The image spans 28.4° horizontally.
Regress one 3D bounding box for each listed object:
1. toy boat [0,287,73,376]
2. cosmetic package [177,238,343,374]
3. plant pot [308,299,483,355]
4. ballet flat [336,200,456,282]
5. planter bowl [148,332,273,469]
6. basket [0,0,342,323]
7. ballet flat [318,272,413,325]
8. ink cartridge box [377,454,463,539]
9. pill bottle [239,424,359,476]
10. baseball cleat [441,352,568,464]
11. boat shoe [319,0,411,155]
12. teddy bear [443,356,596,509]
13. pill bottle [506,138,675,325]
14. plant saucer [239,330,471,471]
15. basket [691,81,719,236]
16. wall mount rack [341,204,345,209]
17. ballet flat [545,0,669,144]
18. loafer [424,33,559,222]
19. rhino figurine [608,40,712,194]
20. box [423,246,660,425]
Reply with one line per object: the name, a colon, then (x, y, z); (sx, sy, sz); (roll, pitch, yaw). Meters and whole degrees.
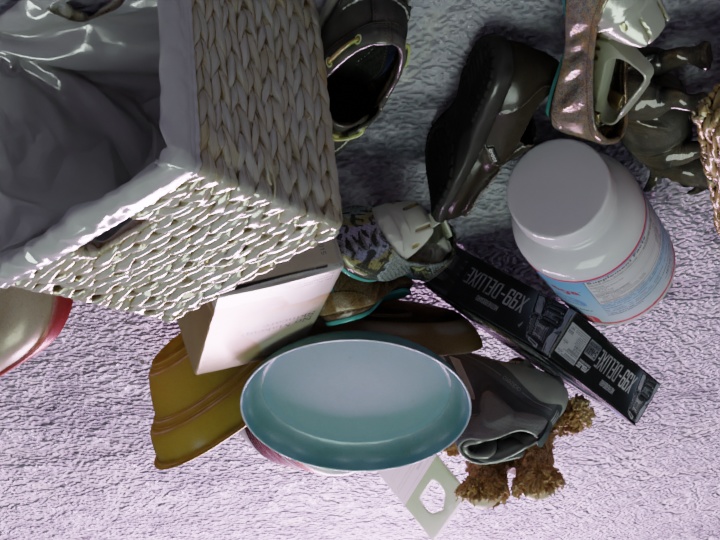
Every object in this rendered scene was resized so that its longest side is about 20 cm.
toy boat: (-0.315, 0.026, 1.236); (0.200, 0.131, 0.130); (-28, 174, 37)
cosmetic package: (-0.086, 0.012, 1.126); (0.105, 0.071, 0.200); (-14, 163, -15)
plant pot: (0.014, 0.047, 1.298); (0.199, 0.028, 0.200); (4, -174, 0)
ballet flat: (0.034, -0.030, 1.174); (0.072, 0.072, 0.200); (-16, 173, 20)
planter bowl: (-0.139, 0.093, 1.346); (0.200, 0.201, 0.084); (-28, 105, 36)
basket: (-0.136, -0.095, 0.942); (0.198, 0.201, 0.160); (-26, 150, 35)
ballet flat: (0.000, 0.000, 1.234); (0.067, 0.073, 0.200); (-13, -178, 17)
ink cartridge box: (0.041, 0.164, 1.443); (0.048, 0.200, 0.146); (-35, 164, -28)
pill bottle: (-0.055, 0.140, 1.398); (0.109, 0.110, 0.200); (8, 174, -22)
baseball cleat: (0.090, 0.118, 1.309); (0.199, 0.107, 0.070); (6, 141, 41)
boat shoe: (-0.015, -0.131, 1.027); (0.071, 0.061, 0.201); (5, 150, -16)
teddy bear: (0.144, 0.149, 1.339); (0.144, 0.200, 0.067); (-7, 123, 34)
pill bottle: (0.188, -0.032, 1.166); (0.108, 0.109, 0.200); (-15, 156, 19)
plant saucer: (-0.004, 0.110, 1.226); (0.199, 0.028, 0.201); (0, 140, 0)
basket: (0.349, -0.080, 1.035); (0.143, 0.149, 0.200); (-47, 147, -8)
wall mount rack: (-0.113, -0.043, 1.164); (0.173, 0.075, 0.200); (-6, 161, -44)
ballet flat: (0.173, -0.162, 0.966); (0.068, 0.067, 0.200); (-42, 153, -24)
loafer: (0.101, -0.099, 1.088); (0.071, 0.073, 0.200); (2, 151, -14)
rhino figurine: (0.240, -0.109, 1.103); (0.087, 0.060, 0.200); (4, 157, 25)
box: (0.170, 0.060, 1.318); (0.157, 0.050, 0.200); (31, 177, 40)
